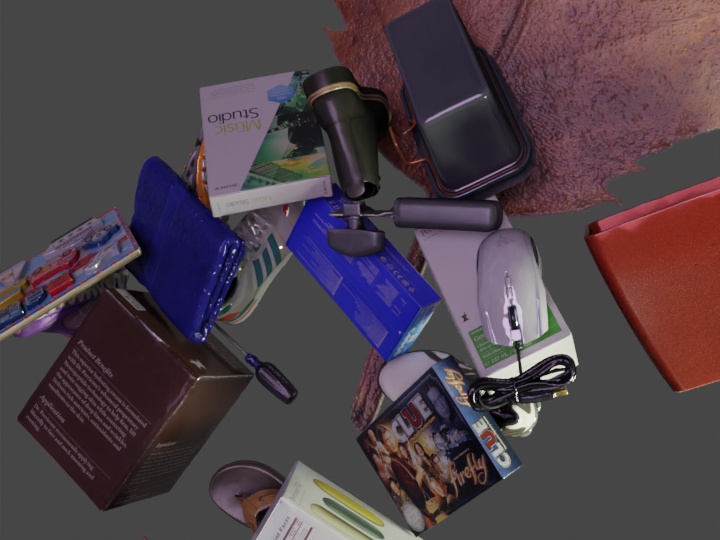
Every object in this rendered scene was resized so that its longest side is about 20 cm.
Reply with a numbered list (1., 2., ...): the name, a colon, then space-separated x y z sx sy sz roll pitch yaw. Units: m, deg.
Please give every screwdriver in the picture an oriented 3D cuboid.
1. screwdriver: -0.156 0.099 1.199 0.199 0.028 0.029 37 59 13

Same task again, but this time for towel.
1. towel: -0.217 -0.027 1.146 0.200 0.049 0.150 42 119 37

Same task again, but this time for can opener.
1. can opener: 0.057 -0.046 1.046 0.196 0.053 0.069 4 97 21

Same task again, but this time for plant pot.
1. plant pot: 0.352 0.009 0.970 0.196 0.200 0.180 -20 91 15

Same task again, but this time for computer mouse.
1. computer mouse: 0.151 0.038 0.960 0.107 0.044 0.204 -12 60 13

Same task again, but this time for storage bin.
1. storage bin: 0.091 -0.192 1.055 0.143 0.135 0.203 -24 55 11

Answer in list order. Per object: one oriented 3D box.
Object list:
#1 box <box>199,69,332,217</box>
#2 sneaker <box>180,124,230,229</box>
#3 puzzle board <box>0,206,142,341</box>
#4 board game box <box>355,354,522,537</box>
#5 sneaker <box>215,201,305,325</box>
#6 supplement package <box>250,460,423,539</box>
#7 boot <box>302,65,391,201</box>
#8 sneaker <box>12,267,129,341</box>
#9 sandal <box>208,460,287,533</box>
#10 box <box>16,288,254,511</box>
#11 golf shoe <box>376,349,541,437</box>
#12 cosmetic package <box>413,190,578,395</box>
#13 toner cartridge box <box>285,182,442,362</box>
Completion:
1. box: -0.116 -0.156 1.134 0.141 0.037 0.203 -11 50 -3
2. sneaker: -0.204 -0.102 1.213 0.076 0.078 0.205 5 81 36
3. puzzle board: -0.365 -0.002 1.141 0.198 0.018 0.151 -32 33 -10
4. board game box: 0.080 0.199 1.054 0.137 0.034 0.201 56 142 15
5. sneaker: -0.136 -0.024 1.172 0.070 0.093 0.202 33 96 17
6. supplement package: -0.032 0.344 1.054 0.198 0.152 0.152 31 95 1
7. boot: -0.001 -0.135 1.083 0.076 0.199 0.141 -20 81 20
8. sneaker: -0.356 0.058 1.194 0.079 0.200 0.091 -1 103 25
9. sandal: -0.103 0.304 1.155 0.199 0.054 0.082 37 98 16
10. box: -0.271 0.154 1.164 0.165 0.164 0.201 40 97 17
11. golf shoe: 0.105 0.137 1.083 0.196 0.094 0.080 10 90 20
12. cosmetic package: 0.146 0.028 1.044 0.106 0.085 0.202 -27 58 4
13. toner cartridge box: 0.000 0.000 1.124 0.200 0.043 0.096 48 131 21
